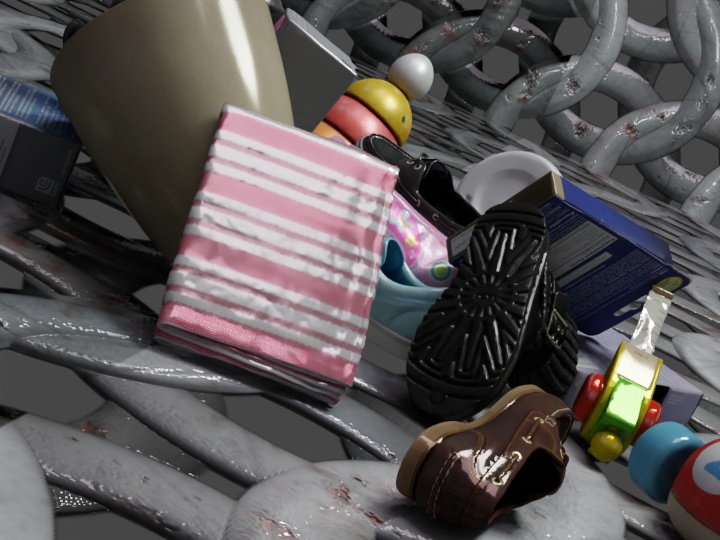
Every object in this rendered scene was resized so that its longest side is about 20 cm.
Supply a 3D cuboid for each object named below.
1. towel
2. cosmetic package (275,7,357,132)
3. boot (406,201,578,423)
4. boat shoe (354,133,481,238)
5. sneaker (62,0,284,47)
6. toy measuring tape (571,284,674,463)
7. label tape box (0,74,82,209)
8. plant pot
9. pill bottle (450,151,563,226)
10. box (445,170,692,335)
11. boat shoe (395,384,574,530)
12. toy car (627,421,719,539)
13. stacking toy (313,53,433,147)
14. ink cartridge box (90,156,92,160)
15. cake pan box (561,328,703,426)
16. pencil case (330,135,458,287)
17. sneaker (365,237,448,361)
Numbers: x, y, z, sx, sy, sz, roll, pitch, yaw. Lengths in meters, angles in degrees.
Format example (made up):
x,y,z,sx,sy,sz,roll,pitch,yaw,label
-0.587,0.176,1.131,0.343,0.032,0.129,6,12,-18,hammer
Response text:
x,y,z,sx,sy,sz,roll,pitch,yaw,label
-0.057,-0.016,0.996,0.146,0.201,0.030,21,-29,-14,towel
-0.096,-0.136,1.274,0.090,0.200,0.107,35,9,-13,cosmetic package
0.115,0.068,1.114,0.079,0.212,0.158,13,-35,27,boot
0.063,-0.076,1.326,0.070,0.066,0.200,-3,45,-38,boat shoe
-0.167,-0.212,1.176,0.080,0.199,0.087,74,-5,-76,sneaker
0.224,0.094,1.170,0.073,0.074,0.200,25,43,5,toy measuring tape
-0.332,-0.132,1.158,0.199,0.064,0.144,22,14,-13,label tape box
-0.124,-0.092,1.095,0.187,0.187,0.201,3,59,-57,plant pot
0.176,-0.026,1.421,0.119,0.120,0.200,32,-9,31,pill bottle
0.185,-0.009,1.211,0.200,0.121,0.033,27,43,-36,box
0.099,0.127,0.910,0.070,0.071,0.200,23,20,27,boat shoe
0.335,0.128,1.028,0.176,0.201,0.184,15,16,-32,toy car
0.006,-0.158,1.491,0.146,0.200,0.146,40,-6,5,stacking toy
-0.180,-0.163,1.311,0.044,0.174,0.200,43,1,-15,ink cartridge box
0.198,0.079,1.301,0.184,0.053,0.200,10,19,-40,cake pan box
0.026,-0.029,1.249,0.200,0.088,0.087,43,17,8,pencil case
0.000,0.000,1.191,0.200,0.082,0.074,31,14,26,sneaker
